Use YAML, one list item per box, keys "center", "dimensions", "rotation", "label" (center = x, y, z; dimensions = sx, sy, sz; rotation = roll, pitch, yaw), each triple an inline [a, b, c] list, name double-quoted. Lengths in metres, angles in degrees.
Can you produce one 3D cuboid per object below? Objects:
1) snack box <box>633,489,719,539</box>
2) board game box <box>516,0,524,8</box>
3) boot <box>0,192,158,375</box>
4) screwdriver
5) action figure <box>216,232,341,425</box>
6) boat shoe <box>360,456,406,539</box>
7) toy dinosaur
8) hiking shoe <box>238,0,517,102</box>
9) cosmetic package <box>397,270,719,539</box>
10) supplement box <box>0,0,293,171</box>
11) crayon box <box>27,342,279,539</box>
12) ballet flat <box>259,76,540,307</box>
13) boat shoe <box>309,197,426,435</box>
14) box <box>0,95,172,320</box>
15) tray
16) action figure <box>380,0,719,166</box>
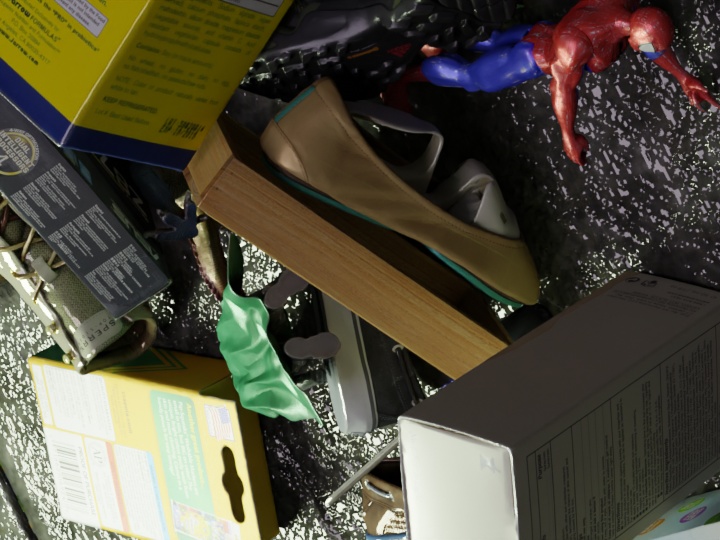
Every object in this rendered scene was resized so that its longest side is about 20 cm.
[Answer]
- center: [0.213, 0.204, 1.199]
  dimensions: [0.200, 0.068, 0.169]
  rotation: [-25, 93, 48]
  label: "snack box"
- center: [0.007, -0.168, 1.212]
  dimensions: [0.200, 0.023, 0.105]
  rotation: [-16, 73, 46]
  label: "board game box"
- center: [-0.205, -0.012, 1.401]
  dimensions: [0.072, 0.200, 0.155]
  rotation: [-38, 74, 7]
  label: "boot"
- center: [0.038, 0.080, 1.296]
  dimensions: [0.029, 0.028, 0.200]
  rotation: [44, 121, -14]
  label: "screwdriver"
- center: [-0.055, 0.044, 1.325]
  dimensions: [0.200, 0.055, 0.118]
  rotation: [141, 108, -76]
  label: "action figure"
- center: [0.064, 0.130, 1.297]
  dimensions: [0.200, 0.072, 0.072]
  rotation: [-17, 97, 46]
  label: "boat shoe"
- center: [-0.139, -0.085, 1.374]
  dimensions: [0.182, 0.105, 0.200]
  rotation: [51, 150, 37]
  label: "toy dinosaur"
- center: [0.001, -0.151, 1.158]
  dimensions: [0.200, 0.076, 0.101]
  rotation: [-16, 63, 39]
  label: "hiking shoe"
- center: [0.111, 0.086, 1.138]
  dimensions: [0.073, 0.200, 0.104]
  rotation: [15, 120, 38]
  label: "cosmetic package"
- center: [-0.100, -0.165, 1.112]
  dimensions: [0.110, 0.109, 0.200]
  rotation: [41, 105, 26]
  label: "supplement box"
- center: [-0.128, 0.119, 1.487]
  dimensions: [0.200, 0.052, 0.126]
  rotation: [9, 116, 41]
  label: "crayon box"
- center: [0.038, -0.041, 1.189]
  dimensions: [0.063, 0.200, 0.069]
  rotation: [-53, 36, 13]
  label: "ballet flat"
- center: [0.000, 0.000, 1.304]
  dimensions: [0.069, 0.057, 0.200]
  rotation: [-122, 22, -67]
  label: "boat shoe"
- center: [-0.197, -0.086, 1.330]
  dimensions: [0.200, 0.049, 0.161]
  rotation: [52, -170, -34]
  label: "box"
- center: [-0.008, -0.010, 1.207]
  dimensions: [0.200, 0.099, 0.037]
  rotation: [35, 100, -23]
  label: "tray"
- center: [0.103, -0.093, 1.149]
  dimensions: [0.099, 0.065, 0.200]
  rotation: [52, 151, -17]
  label: "action figure"
